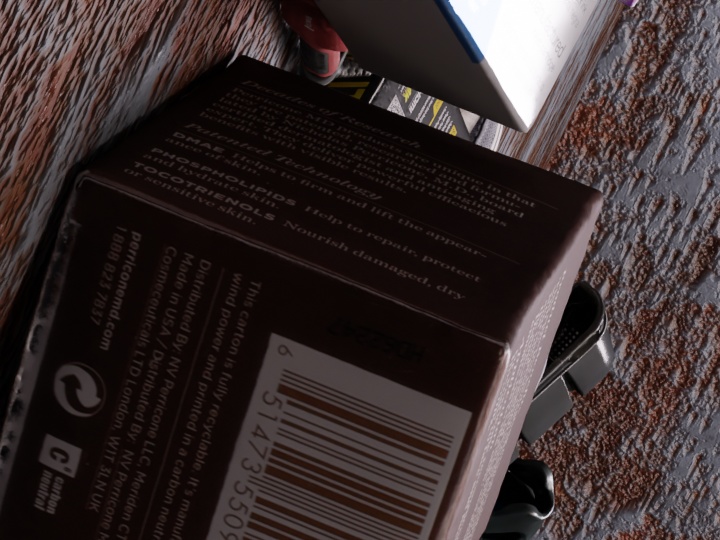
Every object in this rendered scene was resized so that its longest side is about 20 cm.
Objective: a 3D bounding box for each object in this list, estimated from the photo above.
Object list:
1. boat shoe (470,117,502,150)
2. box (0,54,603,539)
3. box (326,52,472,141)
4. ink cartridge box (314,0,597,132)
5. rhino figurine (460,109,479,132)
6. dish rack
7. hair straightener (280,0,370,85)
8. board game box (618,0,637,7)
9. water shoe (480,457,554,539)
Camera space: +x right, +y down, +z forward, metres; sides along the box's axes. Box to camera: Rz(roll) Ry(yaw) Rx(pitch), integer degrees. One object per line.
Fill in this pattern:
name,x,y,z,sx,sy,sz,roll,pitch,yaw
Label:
boat shoe,0.033,-0.057,1.605,0.201,0.074,0.093,-60,-178,-18
box,-0.023,0.039,1.032,0.200,0.163,0.167,-50,159,-68
box,0.000,0.000,1.288,0.200,0.049,0.160,-61,142,-40
ink cartridge box,0.058,-0.177,1.034,0.201,0.084,0.145,-62,154,-11
rhino figurine,0.009,-0.064,1.409,0.200,0.060,0.087,-47,-174,-6
dish rack,0.027,0.037,1.419,0.153,0.200,0.055,-41,135,-8
hair straightener,0.001,-0.124,1.172,0.077,0.041,0.200,-62,172,-7
board game box,0.175,-0.285,1.685,0.103,0.104,0.201,-53,169,-53
water shoe,0.019,0.083,1.501,0.079,0.199,0.072,-46,-165,53
